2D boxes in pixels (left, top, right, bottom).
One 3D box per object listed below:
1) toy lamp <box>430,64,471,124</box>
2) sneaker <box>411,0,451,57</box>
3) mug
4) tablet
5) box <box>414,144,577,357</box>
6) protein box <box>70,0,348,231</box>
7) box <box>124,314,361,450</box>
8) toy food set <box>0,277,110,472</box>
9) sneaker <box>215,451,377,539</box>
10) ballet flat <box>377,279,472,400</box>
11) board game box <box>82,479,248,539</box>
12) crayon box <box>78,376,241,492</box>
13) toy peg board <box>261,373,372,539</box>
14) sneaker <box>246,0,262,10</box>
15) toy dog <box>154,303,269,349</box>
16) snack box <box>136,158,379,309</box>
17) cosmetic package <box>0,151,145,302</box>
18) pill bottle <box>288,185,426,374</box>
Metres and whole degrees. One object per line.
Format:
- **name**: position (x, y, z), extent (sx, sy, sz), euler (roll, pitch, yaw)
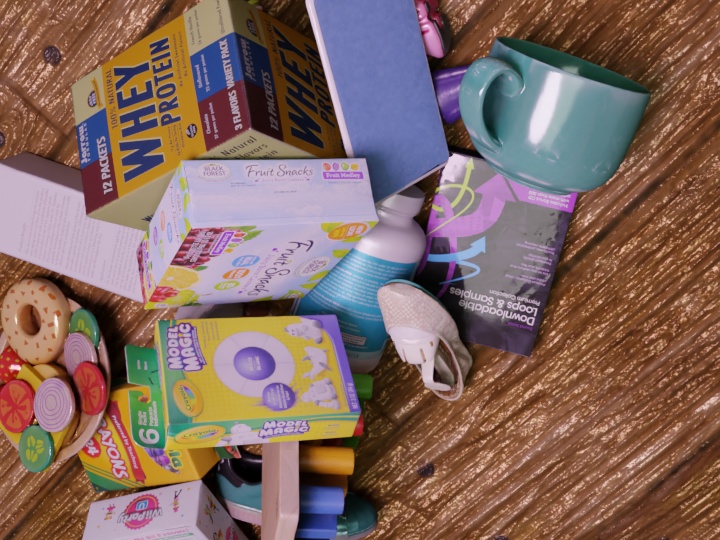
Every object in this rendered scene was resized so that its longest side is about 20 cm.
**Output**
- **toy lamp**: position (0.032, -0.153, 0.960), extent (0.200, 0.058, 0.058), euler (-23, 102, 18)
- **sneaker**: position (0.008, -0.286, 0.920), extent (0.095, 0.079, 0.200), euler (-22, 101, 28)
- **mug**: position (0.164, -0.143, 0.883), extent (0.184, 0.152, 0.115), euler (14, 112, -11)
- **tablet**: position (0.020, -0.170, 0.865), extent (0.014, 0.130, 0.201), euler (7, 120, 45)
- **box**: position (0.136, -0.018, 0.994), extent (0.143, 0.036, 0.201), euler (14, 111, 6)
- **protein box**: position (-0.124, -0.126, 0.882), extent (0.198, 0.200, 0.135), euler (-22, 70, 29)
- **box**: position (-0.109, 0.098, 0.856), extent (0.199, 0.118, 0.048), euler (-3, 139, -17)
- **toy food set**: position (-0.361, 0.122, 1.082), extent (0.198, 0.049, 0.200), euler (34, 102, 28)
- **sneaker**: position (-0.076, 0.258, 1.099), extent (0.199, 0.071, 0.080), euler (9, 113, 9)
- **ballet flat**: position (0.071, 0.079, 0.964), extent (0.067, 0.063, 0.200), euler (-3, 151, 27)
- **board game box**: position (-0.210, 0.340, 1.111), extent (0.147, 0.064, 0.200), euler (-14, 132, 14)
- **crayon box**: position (-0.249, 0.184, 1.095), extent (0.200, 0.051, 0.127), euler (-14, 104, 29)
- **toy peg board**: position (-0.044, 0.205, 0.947), extent (0.097, 0.200, 0.200), euler (3, 138, -9)
- **sneaker**: position (-0.161, -0.193, 0.977), extent (0.200, 0.074, 0.081), euler (-38, 100, 20)
- **toy dog**: position (-0.151, 0.061, 0.996), extent (0.096, 0.200, 0.132), euler (2, 124, 0)
- **snack box**: position (-0.100, -0.030, 0.857), extent (0.168, 0.200, 0.068), euler (-3, 72, -26)
- **cosmetic package**: position (-0.308, -0.050, 1.046), extent (0.199, 0.071, 0.102), euler (20, 110, 4)
- **pill bottle**: position (0.000, 0.000, 0.984), extent (0.111, 0.111, 0.200), euler (23, 110, 3)
